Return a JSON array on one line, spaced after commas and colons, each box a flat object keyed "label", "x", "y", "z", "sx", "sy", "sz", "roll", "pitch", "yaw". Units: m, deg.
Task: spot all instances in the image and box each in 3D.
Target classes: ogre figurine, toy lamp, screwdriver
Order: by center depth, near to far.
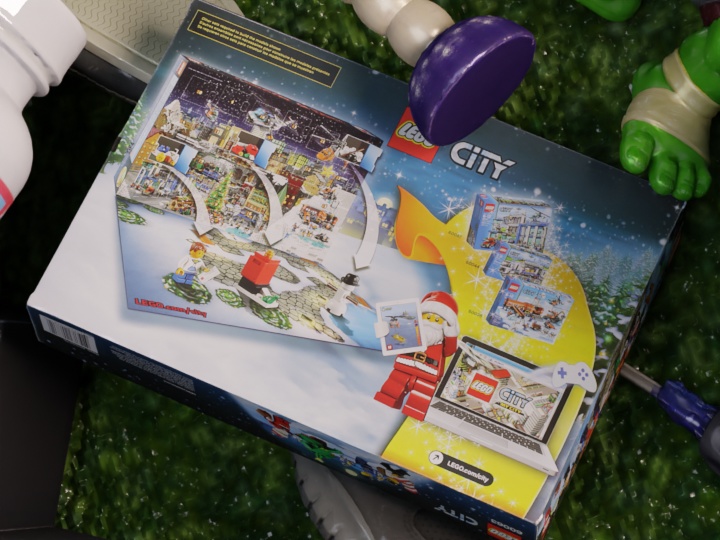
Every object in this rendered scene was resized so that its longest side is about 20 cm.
[{"label": "ogre figurine", "x": 0.124, "y": -0.113, "z": 0.997, "sx": 0.120, "sy": 0.098, "sz": 0.200, "roll": -44, "pitch": 56, "yaw": 35}, {"label": "toy lamp", "x": -0.025, "y": -0.128, "z": 1.025, "sx": 0.200, "sy": 0.058, "sz": 0.058, "roll": 46, "pitch": 106, "yaw": 20}, {"label": "screwdriver", "x": 0.098, "y": 0.033, "z": 1.038, "sx": 0.200, "sy": 0.028, "sz": 0.029, "roll": 38, "pitch": 73, "yaw": 21}]

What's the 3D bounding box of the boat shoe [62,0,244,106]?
[{"label": "boat shoe", "x": -0.124, "y": -0.109, "z": 1.129, "sx": 0.200, "sy": 0.072, "sz": 0.068, "roll": 30, "pitch": 137, "yaw": 15}]

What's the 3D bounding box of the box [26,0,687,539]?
[{"label": "box", "x": 0.000, "y": 0.000, "z": 1.023, "sx": 0.200, "sy": 0.038, "sz": 0.137, "roll": 23, "pitch": 69, "yaw": 11}]

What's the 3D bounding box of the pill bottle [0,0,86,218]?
[{"label": "pill bottle", "x": -0.190, "y": -0.029, "z": 1.032, "sx": 0.109, "sy": 0.109, "sz": 0.200, "roll": 31, "pitch": 79, "yaw": 21}]

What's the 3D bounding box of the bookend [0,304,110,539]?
[{"label": "bookend", "x": -0.132, "y": 0.099, "z": 1.103, "sx": 0.198, "sy": 0.092, "sz": 0.201, "roll": 11, "pitch": 92, "yaw": 22}]

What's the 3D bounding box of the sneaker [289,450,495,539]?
[{"label": "sneaker", "x": 0.013, "y": 0.056, "z": 1.049, "sx": 0.082, "sy": 0.073, "sz": 0.200, "roll": -44, "pitch": 73, "yaw": 15}]
